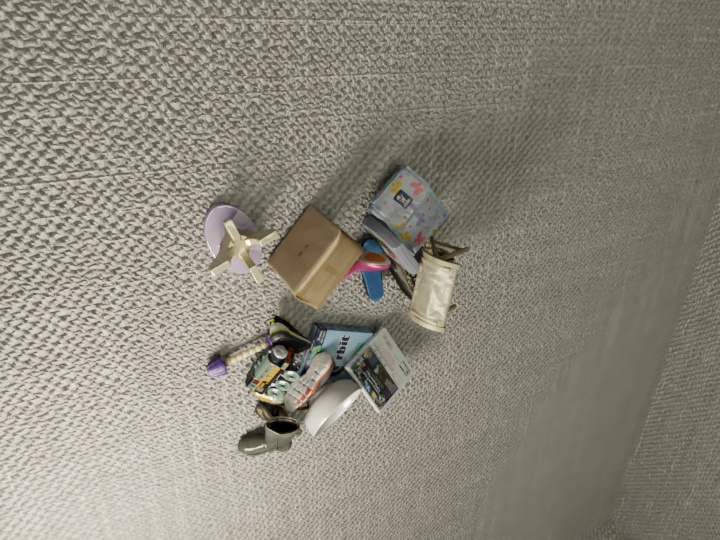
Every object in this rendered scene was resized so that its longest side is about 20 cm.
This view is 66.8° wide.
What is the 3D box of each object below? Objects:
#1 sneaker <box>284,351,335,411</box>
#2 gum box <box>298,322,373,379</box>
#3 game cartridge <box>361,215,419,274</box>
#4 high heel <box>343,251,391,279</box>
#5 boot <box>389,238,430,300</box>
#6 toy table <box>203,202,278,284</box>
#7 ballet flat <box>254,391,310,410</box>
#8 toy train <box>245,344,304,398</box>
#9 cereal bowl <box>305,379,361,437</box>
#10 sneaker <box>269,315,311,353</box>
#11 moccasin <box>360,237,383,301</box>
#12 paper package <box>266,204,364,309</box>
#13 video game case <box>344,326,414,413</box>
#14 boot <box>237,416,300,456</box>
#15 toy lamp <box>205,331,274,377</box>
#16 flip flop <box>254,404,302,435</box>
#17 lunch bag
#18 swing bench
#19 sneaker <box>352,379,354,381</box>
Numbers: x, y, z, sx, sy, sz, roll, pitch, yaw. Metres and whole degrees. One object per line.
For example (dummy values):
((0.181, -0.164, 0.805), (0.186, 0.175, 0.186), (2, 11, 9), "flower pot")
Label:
((-0.139, 0.337, 1.609), (0.200, 0.077, 0.082), (-49, 142, -5), "sneaker")
((-0.076, 0.251, 1.679), (0.198, 0.045, 0.172), (8, 110, -35), "gum box")
((0.078, -0.076, 1.508), (0.041, 0.200, 0.133), (-40, 128, -5), "game cartridge")
((0.000, 0.000, 1.511), (0.067, 0.198, 0.097), (-44, 133, -51), "high heel")
((0.183, 0.001, 1.696), (0.154, 0.073, 0.204), (-43, 130, -10), "boot")
((-0.296, -0.061, 1.337), (0.184, 0.117, 0.200), (-42, 127, -7), "toy table")
((-0.223, 0.377, 1.637), (0.199, 0.063, 0.069), (27, 76, -40), "ballet flat")
((-0.238, 0.281, 1.518), (0.113, 0.086, 0.200), (29, 130, -16), "toy train")
((-0.094, 0.399, 1.640), (0.200, 0.083, 0.200), (-43, 164, -15), "cereal bowl")
((-0.199, 0.177, 1.548), (0.071, 0.084, 0.200), (-23, 153, 8), "sneaker")
((0.020, -0.006, 1.595), (0.080, 0.068, 0.202), (-12, 119, -17), "moccasin")
((-0.121, -0.037, 1.410), (0.201, 0.190, 0.103), (-52, 133, 2), "paper package")
((0.063, 0.310, 1.709), (0.182, 0.023, 0.201), (-44, 115, -25), "video game case")
((-0.270, 0.483, 1.586), (0.180, 0.073, 0.200), (-5, 155, -12), "boot")
((-0.328, 0.234, 1.507), (0.199, 0.058, 0.059), (-27, 125, -19), "toy lamp")
((-0.244, 0.446, 1.661), (0.200, 0.081, 0.058), (42, 67, -38), "flip flop")
((0.128, -0.170, 1.540), (0.170, 0.127, 0.200), (-48, 125, -8), "lunch bag")
((0.215, 0.035, 1.542), (0.200, 0.128, 0.201), (-41, 144, -64), "swing bench")
((0.050, 0.330, 1.769), (0.199, 0.080, 0.071), (-11, 121, -35), "sneaker")
